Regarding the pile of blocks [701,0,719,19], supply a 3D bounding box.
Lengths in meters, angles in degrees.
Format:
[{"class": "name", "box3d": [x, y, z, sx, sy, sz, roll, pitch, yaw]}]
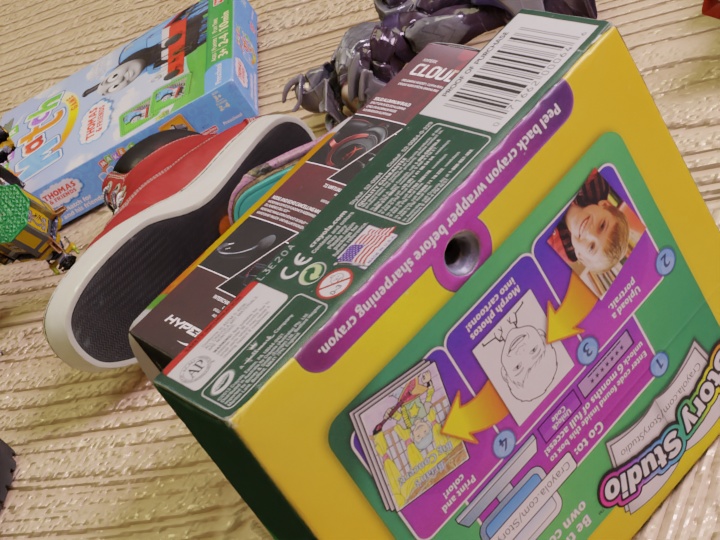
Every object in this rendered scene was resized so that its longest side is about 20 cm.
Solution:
[{"class": "pile of blocks", "box3d": [0.209, -0.167, 0.929, 0.200, 0.082, 0.062, -66, -2, -56]}]

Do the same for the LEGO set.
[{"class": "LEGO set", "box3d": [-0.258, 0.001, 1.124, 0.153, 0.116, 0.201, 37, 90, 26]}]

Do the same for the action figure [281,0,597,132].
[{"class": "action figure", "box3d": [0.036, -0.144, 1.051, 0.199, 0.069, 0.131, -27, 35, 21]}]

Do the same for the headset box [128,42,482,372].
[{"class": "headset box", "box3d": [0.030, 0.016, 0.741, 0.200, 0.149, 0.075, -44, 31, -16]}]

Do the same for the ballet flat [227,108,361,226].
[{"class": "ballet flat", "box3d": [0.022, -0.063, 0.960, 0.199, 0.070, 0.071, -22, 12, 23]}]

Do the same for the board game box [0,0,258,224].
[{"class": "board game box", "box3d": [-0.161, -0.104, 1.226, 0.199, 0.037, 0.152, -29, 31, 14]}]

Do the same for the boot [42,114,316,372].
[{"class": "boot", "box3d": [-0.130, -0.016, 1.036, 0.144, 0.073, 0.200, 1, 37, 47]}]

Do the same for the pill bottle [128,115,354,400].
[{"class": "pill bottle", "box3d": [0.000, 0.000, 0.832, 0.200, 0.111, 0.111, -44, 31, -16]}]

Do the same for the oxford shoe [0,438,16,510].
[{"class": "oxford shoe", "box3d": [-0.235, 0.135, 0.909, 0.072, 0.085, 0.201, -24, 33, 15]}]

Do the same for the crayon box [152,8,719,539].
[{"class": "crayon box", "box3d": [0.049, 0.036, 0.665, 0.200, 0.173, 0.058, -45, 34, -18]}]
